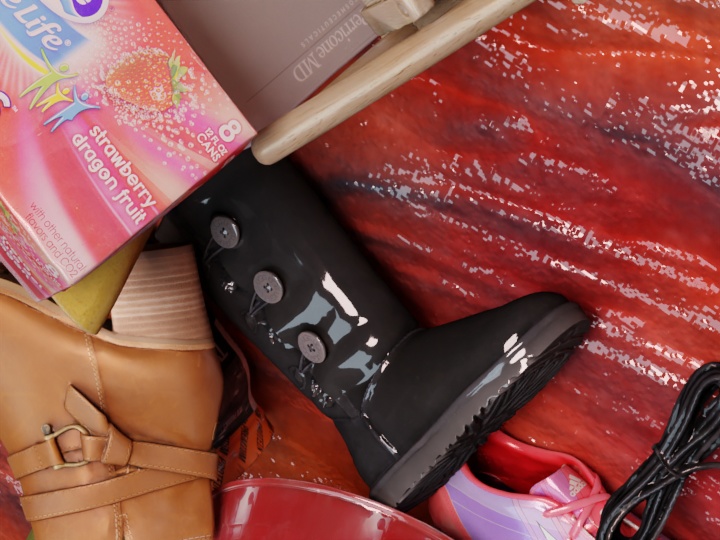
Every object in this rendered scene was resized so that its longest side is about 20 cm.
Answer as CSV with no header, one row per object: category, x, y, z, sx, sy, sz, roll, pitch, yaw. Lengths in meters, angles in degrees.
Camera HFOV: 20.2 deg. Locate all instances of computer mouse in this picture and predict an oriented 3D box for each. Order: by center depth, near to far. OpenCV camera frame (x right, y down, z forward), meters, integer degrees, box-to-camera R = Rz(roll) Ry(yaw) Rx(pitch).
computer mouse,0.199,0.148,0.926,0.200,0.046,0.141,40,120,6

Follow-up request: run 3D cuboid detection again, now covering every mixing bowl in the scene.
mixing bowl,-0.015,0.208,1.044,0.199,0.109,0.201,19,149,12

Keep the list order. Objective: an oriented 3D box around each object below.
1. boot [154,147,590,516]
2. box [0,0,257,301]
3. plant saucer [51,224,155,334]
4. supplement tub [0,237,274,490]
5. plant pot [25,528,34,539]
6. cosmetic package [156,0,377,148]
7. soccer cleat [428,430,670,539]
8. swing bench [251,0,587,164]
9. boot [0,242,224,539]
boot,-0.001,0.001,0.991,0.200,0.065,0.165,53,127,14
box,-0.146,-0.097,0.808,0.200,0.102,0.095,53,163,-7
plant saucer,-0.144,-0.098,0.947,0.048,0.200,0.200,-28,109,20
supplement tub,-0.145,0.042,1.112,0.200,0.123,0.122,51,142,-9
plant pot,-0.154,0.225,1.258,0.199,0.200,0.191,33,128,14
cosmetic package,-0.092,-0.152,0.903,0.200,0.107,0.090,52,143,-12
soccer cleat,0.120,0.138,1.011,0.199,0.067,0.077,27,134,25
swing bench,-0.004,-0.179,0.785,0.199,0.130,0.199,-24,106,45
boot,-0.167,0.072,1.009,0.198,0.074,0.156,-4,95,5
